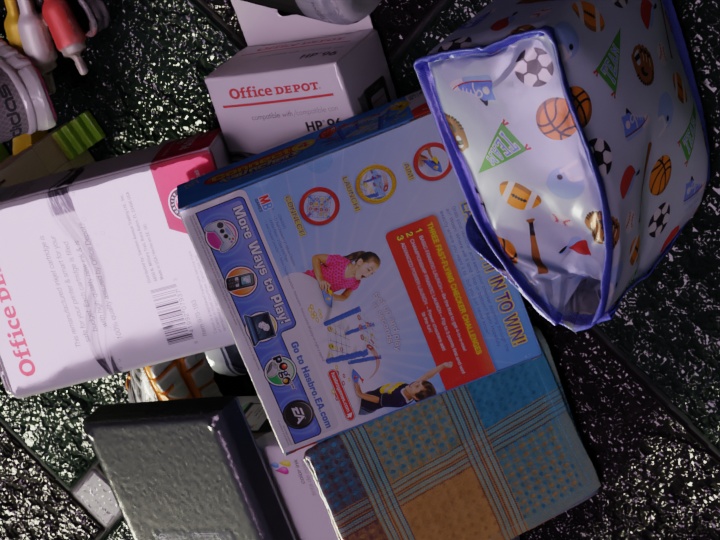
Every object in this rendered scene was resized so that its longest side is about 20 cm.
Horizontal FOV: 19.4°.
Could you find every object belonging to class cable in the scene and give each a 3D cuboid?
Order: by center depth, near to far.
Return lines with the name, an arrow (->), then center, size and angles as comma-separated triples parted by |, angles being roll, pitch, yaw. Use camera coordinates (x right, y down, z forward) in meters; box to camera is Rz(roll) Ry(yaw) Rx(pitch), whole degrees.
cable -> -0.255, -0.231, 1.572 | 0.097, 0.050, 0.200 | -10, 114, 44

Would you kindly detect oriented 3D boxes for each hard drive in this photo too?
hard drive -> -0.116, 0.190, 1.581 | 0.139, 0.033, 0.200 | -6, 114, 37

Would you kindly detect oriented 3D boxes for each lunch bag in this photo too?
lunch bag -> 0.139, -0.083, 1.341 | 0.124, 0.170, 0.200 | -9, 113, 39

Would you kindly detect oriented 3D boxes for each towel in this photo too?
towel -> 0.068, 0.144, 1.526 | 0.022, 0.200, 0.147 | 27, 141, 64

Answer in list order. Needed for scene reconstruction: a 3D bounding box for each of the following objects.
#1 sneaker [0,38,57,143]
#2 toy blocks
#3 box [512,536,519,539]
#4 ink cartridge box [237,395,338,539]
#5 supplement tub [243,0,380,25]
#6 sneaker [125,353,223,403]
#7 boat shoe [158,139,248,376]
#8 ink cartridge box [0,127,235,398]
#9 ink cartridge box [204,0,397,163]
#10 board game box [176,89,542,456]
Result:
sneaker -> -0.318, -0.147, 1.613 | 0.200, 0.087, 0.074 | 34, 141, 40
toy blocks -> -0.300, -0.042, 1.661 | 0.200, 0.137, 0.100 | -25, 103, 40
box -> 0.026, 0.171, 1.646 | 0.200, 0.048, 0.159 | 12, 124, 26
ink cartridge box -> -0.048, 0.175, 1.606 | 0.200, 0.084, 0.145 | -4, 115, 35
supplement tub -> -0.078, -0.243, 1.411 | 0.200, 0.123, 0.123 | 17, 125, 22
sneaker -> -0.158, 0.082, 1.692 | 0.077, 0.078, 0.200 | 10, 120, 42
boat shoe -> -0.088, -0.012, 1.599 | 0.091, 0.071, 0.201 | -5, 118, 27
ink cartridge box -> -0.176, -0.006, 1.530 | 0.200, 0.083, 0.146 | -14, 105, 9
ink cartridge box -> -0.034, -0.101, 1.504 | 0.116, 0.068, 0.200 | -4, 115, 32
board game box -> 0.000, 0.000, 1.454 | 0.195, 0.056, 0.200 | -21, 112, 2
